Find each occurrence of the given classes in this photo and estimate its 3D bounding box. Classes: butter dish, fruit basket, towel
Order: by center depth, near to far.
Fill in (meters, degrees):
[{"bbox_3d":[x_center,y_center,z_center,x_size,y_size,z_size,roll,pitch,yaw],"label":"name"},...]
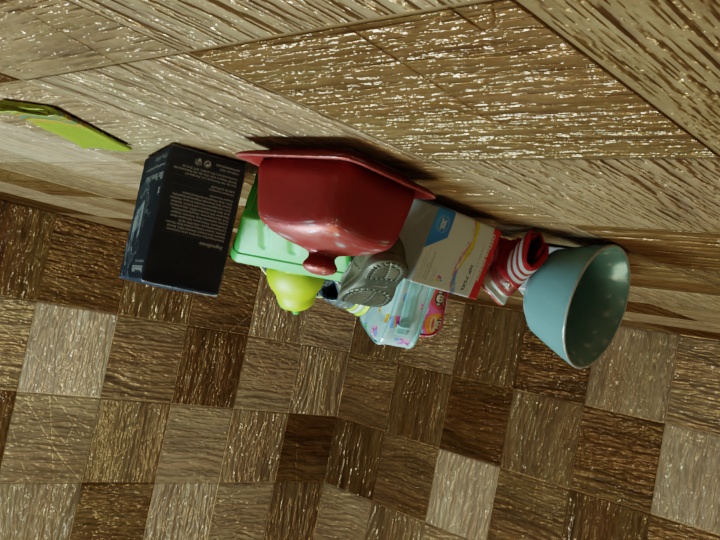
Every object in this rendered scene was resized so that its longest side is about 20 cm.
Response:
[{"bbox_3d":[-0.039,-0.067,1.031,0.200,0.148,0.199,7,175,39],"label":"butter dish"},{"bbox_3d":[-0.406,-0.196,1.151,0.086,0.018,0.200,11,176,15],"label":"towel"},{"bbox_3d":[-0.091,-0.037,1.277,0.215,0.156,0.216,10,147,6],"label":"fruit basket"}]

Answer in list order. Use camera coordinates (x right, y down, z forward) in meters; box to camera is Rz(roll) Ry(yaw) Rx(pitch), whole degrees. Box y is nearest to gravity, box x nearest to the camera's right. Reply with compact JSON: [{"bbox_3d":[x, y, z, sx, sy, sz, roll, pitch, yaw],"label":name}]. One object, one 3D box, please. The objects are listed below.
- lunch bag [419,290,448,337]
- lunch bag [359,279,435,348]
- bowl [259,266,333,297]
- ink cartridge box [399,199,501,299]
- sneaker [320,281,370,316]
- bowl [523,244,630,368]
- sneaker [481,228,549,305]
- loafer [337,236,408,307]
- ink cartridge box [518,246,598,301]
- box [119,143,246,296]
[{"bbox_3d":[0.078,0.017,1.523,0.176,0.200,0.082,14,175,1],"label":"lunch bag"},{"bbox_3d":[0.067,0.026,1.362,0.077,0.200,0.160,9,-164,-22],"label":"lunch bag"},{"bbox_3d":[-0.076,-0.059,1.409,0.201,0.201,0.094,6,-140,7],"label":"bowl"},{"bbox_3d":[0.137,-0.029,1.240,0.200,0.116,0.067,15,-172,-45],"label":"ink cartridge box"},{"bbox_3d":[0.000,0.000,1.321,0.081,0.074,0.200,10,133,-22],"label":"sneaker"},{"bbox_3d":[0.333,0.045,1.312,0.105,0.201,0.201,19,-178,40],"label":"bowl"},{"bbox_3d":[0.254,-0.026,1.334,0.078,0.116,0.200,44,-157,-17],"label":"sneaker"},{"bbox_3d":[0.021,-0.001,1.153,0.076,0.067,0.200,13,158,-15],"label":"loafer"},{"bbox_3d":[0.364,0.012,1.491,0.145,0.084,0.200,9,176,17],"label":"ink cartridge box"},{"bbox_3d":[-0.271,-0.071,1.241,0.117,0.200,0.197,13,175,-25],"label":"box"}]
